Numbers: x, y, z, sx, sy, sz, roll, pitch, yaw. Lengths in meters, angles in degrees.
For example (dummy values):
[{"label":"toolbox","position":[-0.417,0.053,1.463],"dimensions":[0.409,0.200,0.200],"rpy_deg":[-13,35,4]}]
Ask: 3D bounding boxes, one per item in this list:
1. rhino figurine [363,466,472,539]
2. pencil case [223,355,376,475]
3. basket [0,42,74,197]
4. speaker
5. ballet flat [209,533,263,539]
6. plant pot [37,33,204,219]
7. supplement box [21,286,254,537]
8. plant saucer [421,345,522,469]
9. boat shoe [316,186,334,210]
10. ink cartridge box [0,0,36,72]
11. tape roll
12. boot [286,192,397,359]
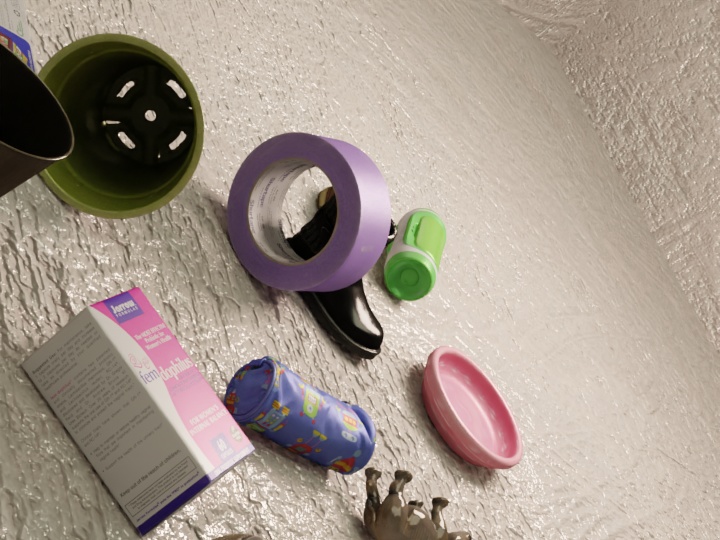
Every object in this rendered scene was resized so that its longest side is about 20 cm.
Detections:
[{"label":"rhino figurine","position":[0.075,0.314,1.646],"dimensions":[0.200,0.060,0.088],"rpy_deg":[38,45,-33]},{"label":"pencil case","position":[-0.064,0.164,1.569],"dimensions":[0.200,0.078,0.087],"rpy_deg":[33,58,-41]},{"label":"basket","position":[-0.379,-0.100,1.182],"dimensions":[0.180,0.200,0.136],"rpy_deg":[36,28,-34]},{"label":"speaker","position":[0.086,-0.027,2.145],"dimensions":[0.089,0.088,0.200],"rpy_deg":[47,23,-13]},{"label":"ballet flat","position":[-0.160,0.279,1.270],"dimensions":[0.200,0.046,0.068],"rpy_deg":[-4,91,-58]},{"label":"plant pot","position":[-0.261,-0.172,1.581],"dimensions":[0.200,0.200,0.190],"rpy_deg":[50,9,-6]},{"label":"supplement box","position":[-0.210,0.131,1.306],"dimensions":[0.200,0.103,0.101],"rpy_deg":[52,23,4]},{"label":"plant saucer","position":[0.154,0.204,1.979],"dimensions":[0.200,0.051,0.201],"rpy_deg":[42,24,-23]},{"label":"boat shoe","position":[-0.024,-0.076,2.021],"dimensions":[0.072,0.067,0.201],"rpy_deg":[42,25,-25]},{"label":"ink cartridge box","position":[-0.451,-0.283,1.523],"dimensions":[0.200,0.047,0.198],"rpy_deg":[27,35,-44]},{"label":"tape roll","position":[-0.067,-0.073,1.758],"dimensions":[0.085,0.200,0.201],"rpy_deg":[3,53,-61]},{"label":"boot","position":[-0.001,0.000,1.832],"dimensions":[0.211,0.158,0.079],"rpy_deg":[51,22,-3]}]
